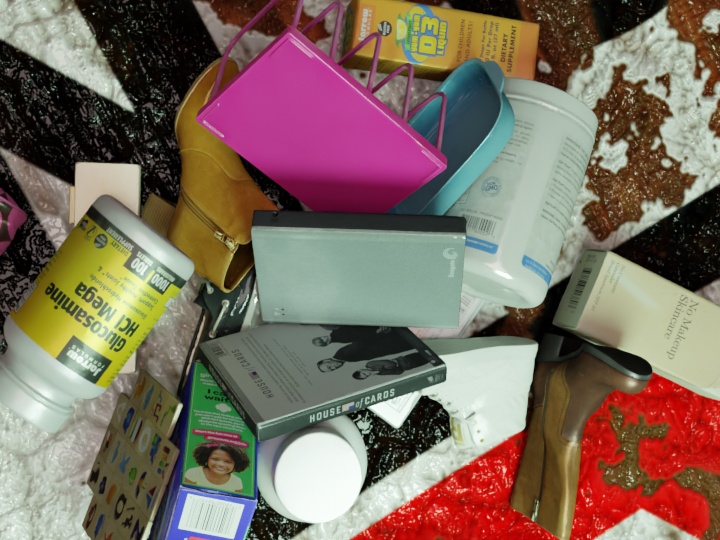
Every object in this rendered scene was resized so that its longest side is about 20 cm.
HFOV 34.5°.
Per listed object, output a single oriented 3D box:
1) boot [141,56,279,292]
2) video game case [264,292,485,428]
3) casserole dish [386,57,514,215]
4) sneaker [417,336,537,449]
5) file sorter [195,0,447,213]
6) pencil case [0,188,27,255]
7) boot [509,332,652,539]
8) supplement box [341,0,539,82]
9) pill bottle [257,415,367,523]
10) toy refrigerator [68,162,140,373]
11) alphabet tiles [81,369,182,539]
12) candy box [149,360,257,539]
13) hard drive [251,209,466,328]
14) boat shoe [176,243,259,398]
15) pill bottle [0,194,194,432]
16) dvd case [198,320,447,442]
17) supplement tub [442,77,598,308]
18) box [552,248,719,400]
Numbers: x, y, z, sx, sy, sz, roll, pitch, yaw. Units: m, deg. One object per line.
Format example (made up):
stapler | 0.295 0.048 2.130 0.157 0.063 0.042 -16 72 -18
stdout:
boot | -0.126 -0.093 1.140 0.143 0.070 0.204 30 99 29
video game case | 0.025 0.033 1.231 0.181 0.024 0.201 36 87 -10
casserole dish | 0.083 -0.118 1.152 0.038 0.122 0.200 26 118 -33
sneaker | 0.096 0.133 1.206 0.197 0.073 0.118 0 100 -25
file sorter | -0.029 -0.162 1.116 0.199 0.127 0.138 36 130 -26
pencil case | -0.416 -0.005 1.119 0.201 0.090 0.094 -55 135 -5
boot | 0.217 0.174 1.190 0.067 0.188 0.204 13 89 -27
supplement box | 0.082 -0.234 1.206 0.196 0.069 0.068 6 90 -8
pill bottle | -0.054 0.180 1.134 0.109 0.200 0.114 0 93 -10
toy refrigerator | -0.254 -0.004 1.153 0.069 0.076 0.204 2 93 -10
alphabet tiles | -0.220 0.189 1.109 0.006 0.199 0.169 21 90 -27
candy box | -0.150 0.212 1.096 0.076 0.201 0.171 13 116 -13
hard drive | 0.000 0.000 1.104 0.196 0.141 0.033 2 50 3
boat shoe | -0.140 0.039 1.175 0.059 0.076 0.204 11 90 -16
pill bottle | -0.251 0.041 1.060 0.112 0.112 0.201 37 87 -10
dvd case | -0.038 0.088 1.115 0.197 0.150 0.025 -15 122 -24
supplement tub | 0.154 -0.076 1.181 0.130 0.132 0.203 23 79 -10
box | 0.320 0.059 1.256 0.197 0.078 0.096 23 88 -10
